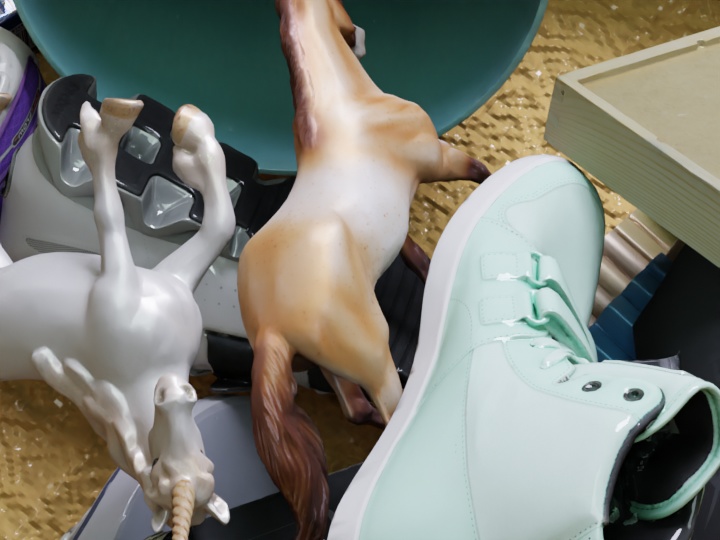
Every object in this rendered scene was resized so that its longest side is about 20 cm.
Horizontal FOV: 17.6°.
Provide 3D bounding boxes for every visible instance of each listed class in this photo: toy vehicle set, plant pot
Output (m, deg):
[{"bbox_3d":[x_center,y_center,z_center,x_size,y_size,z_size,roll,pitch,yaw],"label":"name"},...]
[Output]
[{"bbox_3d":[0.180,-0.052,0.828,0.199,0.027,0.124,-18,43,-33],"label":"toy vehicle set"},{"bbox_3d":[-0.027,-0.165,0.888,0.200,0.201,0.161,5,40,-2],"label":"plant pot"}]

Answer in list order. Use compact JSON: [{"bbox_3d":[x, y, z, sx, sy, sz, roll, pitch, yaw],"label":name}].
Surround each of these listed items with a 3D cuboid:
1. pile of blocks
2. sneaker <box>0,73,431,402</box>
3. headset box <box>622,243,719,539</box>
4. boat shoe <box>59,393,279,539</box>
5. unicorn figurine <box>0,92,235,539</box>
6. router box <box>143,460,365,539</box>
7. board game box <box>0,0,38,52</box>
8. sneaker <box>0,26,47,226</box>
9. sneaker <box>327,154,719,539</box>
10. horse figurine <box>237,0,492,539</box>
[{"bbox_3d":[0.104,-0.003,0.894,0.062,0.082,0.200,41,73,11],"label":"pile of blocks"},{"bbox_3d":[-0.045,0.010,0.879,0.200,0.089,0.074,31,35,-3],"label":"sneaker"},{"bbox_3d":[0.183,0.070,0.795,0.199,0.075,0.149,15,45,-16],"label":"headset box"},{"bbox_3d":[-0.098,0.121,0.842,0.070,0.071,0.200,-4,41,40],"label":"boat shoe"},{"bbox_3d":[-0.095,0.010,0.778,0.199,0.074,0.138,6,92,43],"label":"unicorn figurine"},{"bbox_3d":[0.011,0.168,0.797,0.150,0.062,0.200,-14,67,-48],"label":"router box"},{"bbox_3d":[-0.250,-0.132,0.931,0.200,0.062,0.200,-36,77,-15],"label":"board game box"},{"bbox_3d":[-0.173,0.003,0.883,0.080,0.083,0.200,30,85,28],"label":"sneaker"},{"bbox_3d":[0.075,0.035,0.747,0.118,0.074,0.201,-10,41,35],"label":"sneaker"},{"bbox_3d":[0.000,0.000,0.794,0.050,0.133,0.201,-13,44,36],"label":"horse figurine"}]
